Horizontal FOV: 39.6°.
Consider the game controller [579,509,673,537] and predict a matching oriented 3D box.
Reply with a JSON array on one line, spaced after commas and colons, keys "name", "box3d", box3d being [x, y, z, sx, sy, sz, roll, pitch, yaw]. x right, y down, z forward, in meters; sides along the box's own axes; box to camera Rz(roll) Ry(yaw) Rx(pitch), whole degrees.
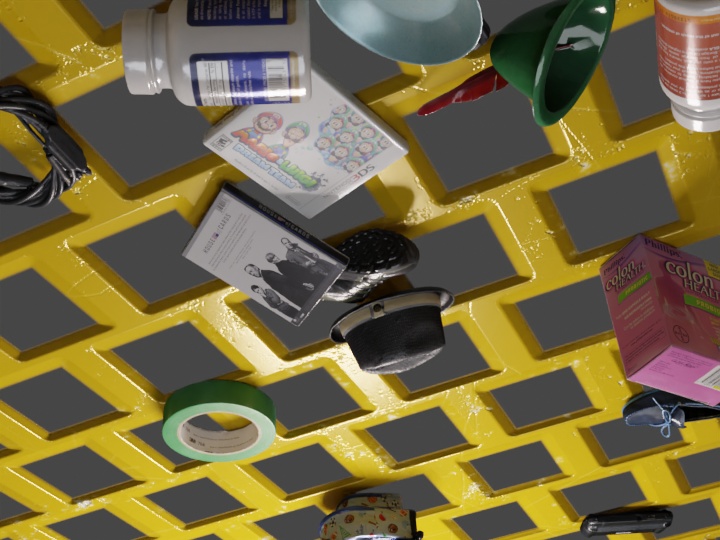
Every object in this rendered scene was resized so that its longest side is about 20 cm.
[{"name": "game controller", "box3d": [0.588, 0.560, 2.214, 0.198, 0.043, 0.105, -2, 155, -2]}]

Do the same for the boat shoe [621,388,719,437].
[{"name": "boat shoe", "box3d": [0.573, 0.249, 1.799, 0.198, 0.069, 0.084, -19, 139, 17]}]

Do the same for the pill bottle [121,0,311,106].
[{"name": "pill bottle", "box3d": [-0.153, -0.241, 1.091, 0.198, 0.121, 0.120, -2, 141, -3]}]

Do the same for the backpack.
[{"name": "backpack", "box3d": [0.009, 0.541, 2.038, 0.188, 0.155, 0.201, 3, 135, -22]}]

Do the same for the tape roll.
[{"name": "tape roll", "box3d": [-0.248, 0.268, 1.760, 0.198, 0.049, 0.201, -3, 141, -2]}]

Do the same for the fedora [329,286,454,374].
[{"name": "fedora", "box3d": [0.056, 0.100, 1.507, 0.198, 0.092, 0.201, -14, 161, -5]}]

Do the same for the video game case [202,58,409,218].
[{"name": "video game case", "box3d": [-0.068, -0.162, 1.271, 0.181, 0.024, 0.199, -31, 134, 28]}]

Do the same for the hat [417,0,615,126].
[{"name": "hat", "box3d": [0.169, -0.268, 1.152, 0.175, 0.201, 0.166, 29, 169, 27]}]

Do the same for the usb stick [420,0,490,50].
[{"name": "usb stick", "box3d": [0.081, -0.313, 1.095, 0.055, 0.033, 0.200, -16, 140, 26]}]

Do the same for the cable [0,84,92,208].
[{"name": "cable", "box3d": [-0.440, -0.155, 1.233, 0.162, 0.051, 0.200, -15, 142, 20]}]

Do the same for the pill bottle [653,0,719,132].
[{"name": "pill bottle", "box3d": [0.391, -0.257, 1.130, 0.111, 0.113, 0.201, -12, 140, 10]}]

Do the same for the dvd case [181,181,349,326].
[{"name": "dvd case", "box3d": [-0.134, -0.019, 1.389, 0.199, 0.025, 0.150, 33, 132, -9]}]

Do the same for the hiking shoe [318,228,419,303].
[{"name": "hiking shoe", "box3d": [0.000, 0.000, 1.450, 0.198, 0.076, 0.101, -11, 150, 22]}]

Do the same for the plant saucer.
[{"name": "plant saucer", "box3d": [0.041, -0.299, 1.064, 0.199, 0.039, 0.201, 20, 157, 9]}]

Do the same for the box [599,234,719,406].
[{"name": "box", "box3d": [0.465, 0.074, 1.470, 0.174, 0.201, 0.097, 18, 136, -25]}]
